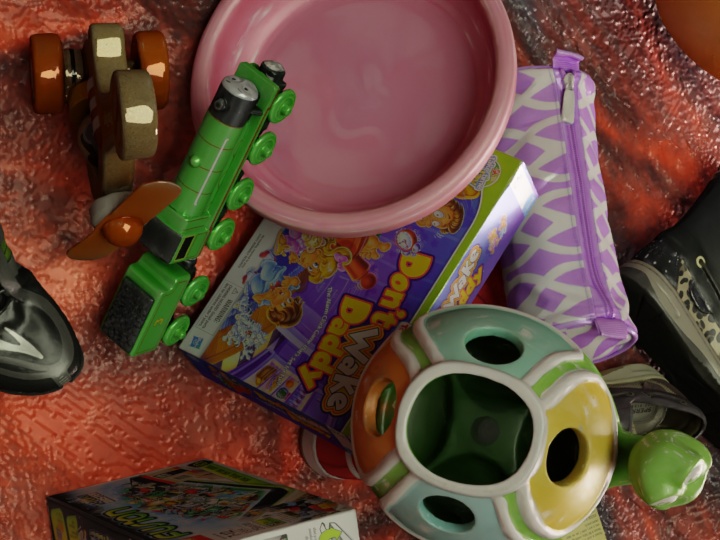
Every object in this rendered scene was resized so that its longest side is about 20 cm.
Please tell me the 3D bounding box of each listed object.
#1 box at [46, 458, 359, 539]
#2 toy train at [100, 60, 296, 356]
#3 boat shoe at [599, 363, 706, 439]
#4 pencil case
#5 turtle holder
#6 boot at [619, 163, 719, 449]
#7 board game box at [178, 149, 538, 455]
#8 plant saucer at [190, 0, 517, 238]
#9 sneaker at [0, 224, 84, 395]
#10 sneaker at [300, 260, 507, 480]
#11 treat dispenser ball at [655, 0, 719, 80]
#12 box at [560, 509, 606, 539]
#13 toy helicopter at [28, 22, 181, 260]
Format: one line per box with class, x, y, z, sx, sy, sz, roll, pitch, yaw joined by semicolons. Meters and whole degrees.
box;-0.093;0.148;1.100;0.109;0.200;0.035;-11;98;-28
toy train;-0.097;-0.035;1.123;0.056;0.042;0.201;-17;139;-56
boat shoe;0.158;0.110;1.287;0.199;0.065;0.072;-11;115;-46
pencil case;0.129;-0.039;1.245;0.083;0.085;0.201;6;67;-34
turtle holder;0.081;0.099;1.053;0.185;0.132;0.141;40;91;10
boot;0.277;0.029;1.375;0.154;0.073;0.204;-48;115;-22
board game box;0.000;0.000;1.182;0.201;0.134;0.045;-57;150;-15
plant saucer;-0.002;-0.111;1.170;0.201;0.199;0.051;-63;161;-11
sneaker;-0.228;-0.004;1.083;0.071;0.083;0.200;-44;112;-20
sneaker;0.056;0.059;1.228;0.071;0.112;0.200;48;71;-23
treat dispenser ball;0.290;-0.216;1.293;0.200;0.200;0.203;-2;94;-29
box;0.105;0.138;1.154;0.075;0.050;0.201;-6;77;-64
toy helicopter;-0.136;-0.072;1.066;0.078;0.200;0.133;-3;92;-13
